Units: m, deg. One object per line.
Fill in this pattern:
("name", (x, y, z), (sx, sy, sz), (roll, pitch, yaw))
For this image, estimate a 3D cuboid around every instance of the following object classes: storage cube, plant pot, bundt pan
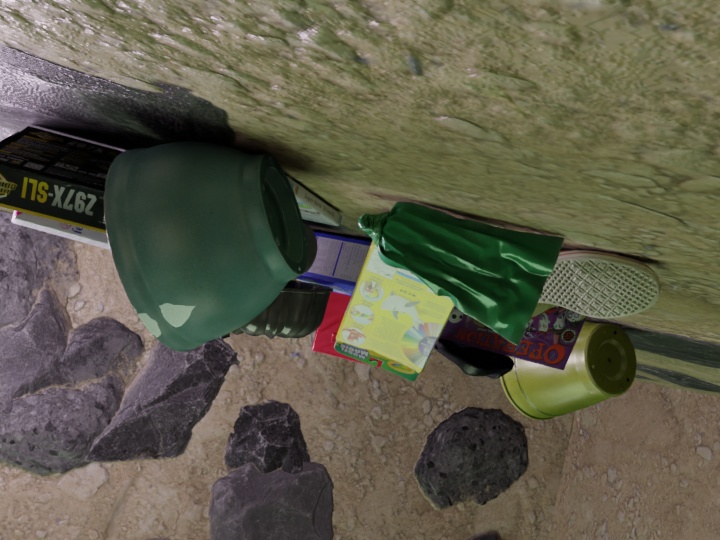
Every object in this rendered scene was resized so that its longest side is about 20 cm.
("storage cube", (0.023, 0.099, 1.739), (0.170, 0.181, 0.200), (13, 174, 16))
("plant pot", (0.393, 0.171, 1.594), (0.200, 0.201, 0.193), (17, 162, -28))
("bundt pan", (-0.142, 0.051, 1.238), (0.201, 0.076, 0.202), (7, -178, 0))
("plant pot", (-0.131, -0.036, 0.825), (0.134, 0.201, 0.200), (-15, 168, 12))

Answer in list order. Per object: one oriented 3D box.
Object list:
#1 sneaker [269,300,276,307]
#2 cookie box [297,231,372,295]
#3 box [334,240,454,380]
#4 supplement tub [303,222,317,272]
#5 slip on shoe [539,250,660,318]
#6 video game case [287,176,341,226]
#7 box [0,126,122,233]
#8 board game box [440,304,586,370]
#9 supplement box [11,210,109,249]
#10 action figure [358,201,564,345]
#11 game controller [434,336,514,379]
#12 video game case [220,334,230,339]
("sneaker", (-0.181, -0.027, 1.054), (0.200, 0.085, 0.074), (36, -142, 5))
("cookie box", (0.000, 0.000, 1.321), (0.199, 0.076, 0.171), (12, 174, 32))
("box", (0.047, 0.041, 1.033), (0.117, 0.200, 0.048), (22, -143, 0))
("supplement tub", (-0.147, -0.037, 1.162), (0.199, 0.107, 0.107), (9, 173, 45))
("slip on shoe", (0.224, 0.007, 0.931), (0.199, 0.074, 0.061), (2, -157, 39))
("video game case", (-0.119, -0.092, 0.992), (0.143, 0.018, 0.200), (13, 175, 20))
("box", (-0.296, -0.096, 0.942), (0.199, 0.050, 0.160), (14, -162, -6))
("board game box", (0.185, 0.047, 1.096), (0.199, 0.120, 0.032), (14, -156, -9))
("supplement box", (-0.394, -0.092, 1.269), (0.199, 0.102, 0.103), (16, 174, -22))
("action figure", (0.091, -0.017, 0.885), (0.199, 0.119, 0.055), (22, -173, 2))
("game controller", (0.109, 0.083, 1.153), (0.200, 0.042, 0.104), (33, -170, 37))
("video game case", (-0.232, -0.016, 1.167), (0.019, 0.201, 0.143), (-15, -164, -42))
